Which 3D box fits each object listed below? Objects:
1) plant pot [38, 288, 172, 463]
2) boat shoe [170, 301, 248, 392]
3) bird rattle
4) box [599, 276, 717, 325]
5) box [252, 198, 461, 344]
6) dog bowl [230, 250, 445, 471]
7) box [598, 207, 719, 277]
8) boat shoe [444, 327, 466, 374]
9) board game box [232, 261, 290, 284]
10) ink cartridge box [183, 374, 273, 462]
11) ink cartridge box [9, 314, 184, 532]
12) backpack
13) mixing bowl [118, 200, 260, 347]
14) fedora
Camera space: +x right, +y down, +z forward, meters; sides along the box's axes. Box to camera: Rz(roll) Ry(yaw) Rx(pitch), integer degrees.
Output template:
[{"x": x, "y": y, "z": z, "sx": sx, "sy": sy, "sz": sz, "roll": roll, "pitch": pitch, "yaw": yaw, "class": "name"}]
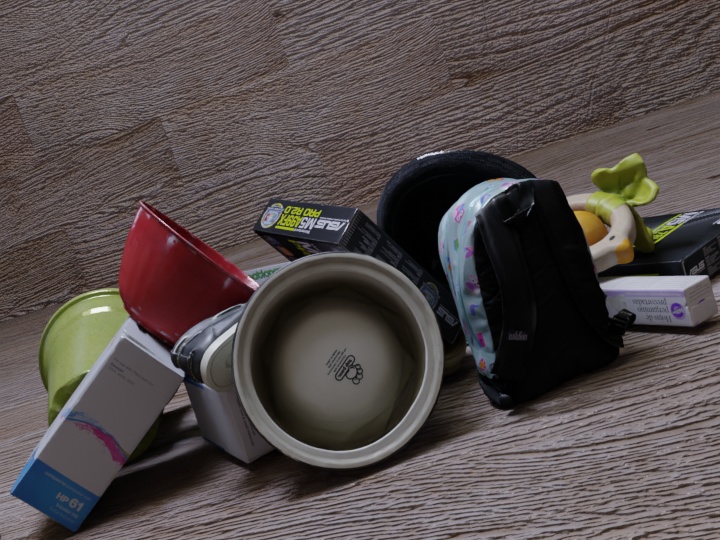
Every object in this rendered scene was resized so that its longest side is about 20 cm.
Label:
[{"x": -0.321, "y": 0.149, "z": 1.160, "sx": 0.198, "sy": 0.202, "sz": 0.184, "roll": -20, "pitch": 21, "yaw": -4, "class": "plant pot"}, {"x": -0.109, "y": 0.053, "z": 0.947, "sx": 0.067, "sy": 0.073, "sz": 0.199, "roll": 10, "pitch": 30, "yaw": 38, "class": "boat shoe"}, {"x": 0.241, "y": -0.055, "z": 1.043, "sx": 0.197, "sy": 0.114, "sz": 0.164, "roll": -4, "pitch": 35, "yaw": 13, "class": "bird rattle"}, {"x": 0.280, "y": 0.031, "z": 0.964, "sx": 0.041, "sy": 0.039, "sz": 0.199, "roll": -24, "pitch": 11, "yaw": -29, "class": "box"}, {"x": 0.000, "y": 0.000, "z": 0.984, "sx": 0.159, "sy": 0.200, "sz": 0.045, "roll": 13, "pitch": 68, "yaw": 50, "class": "box"}, {"x": -0.022, "y": 0.087, "z": 0.870, "sx": 0.198, "sy": 0.202, "sz": 0.074, "roll": -20, "pitch": -10, "yaw": -6, "class": "dog bowl"}, {"x": 0.366, "y": -0.023, "z": 1.124, "sx": 0.199, "sy": 0.048, "sz": 0.192, "roll": -27, "pitch": 11, "yaw": -35, "class": "box"}, {"x": 0.076, "y": 0.090, "z": 1.071, "sx": 0.072, "sy": 0.064, "sz": 0.201, "roll": -17, "pitch": 15, "yaw": -14, "class": "boat shoe"}, {"x": -0.131, "y": 0.033, "z": 1.243, "sx": 0.199, "sy": 0.035, "sz": 0.126, "roll": -14, "pitch": -19, "yaw": -50, "class": "board game box"}, {"x": -0.079, "y": 0.122, "z": 1.026, "sx": 0.198, "sy": 0.086, "sz": 0.144, "roll": -23, "pitch": 12, "yaw": -27, "class": "ink cartridge box"}, {"x": -0.276, "y": 0.157, "z": 0.988, "sx": 0.201, "sy": 0.084, "sz": 0.145, "roll": -56, "pitch": 12, "yaw": 1, "class": "ink cartridge box"}, {"x": 0.154, "y": 0.011, "z": 0.887, "sx": 0.165, "sy": 0.202, "sz": 0.126, "roll": -23, "pitch": 10, "yaw": -21, "class": "backpack"}, {"x": -0.198, "y": 0.024, "z": 1.035, "sx": 0.109, "sy": 0.199, "sz": 0.200, "roll": -54, "pitch": 12, "yaw": -1, "class": "mixing bowl"}, {"x": 0.121, "y": -0.059, "z": 1.014, "sx": 0.198, "sy": 0.202, "sz": 0.092, "roll": -15, "pitch": 20, "yaw": 24, "class": "fedora"}]
